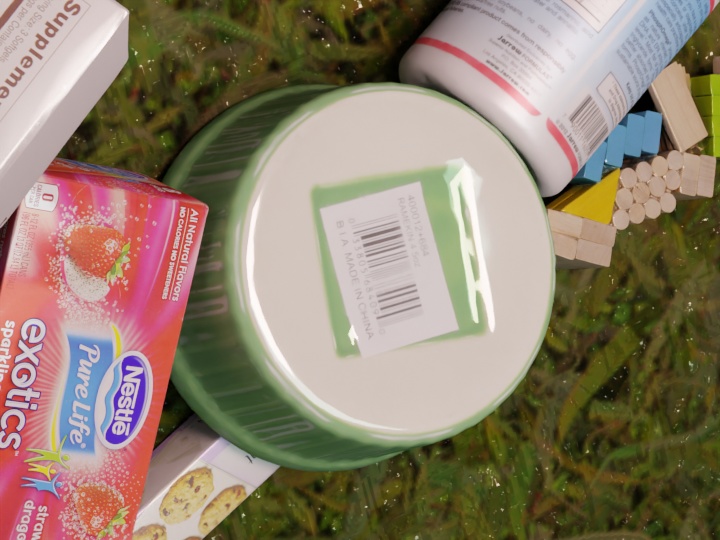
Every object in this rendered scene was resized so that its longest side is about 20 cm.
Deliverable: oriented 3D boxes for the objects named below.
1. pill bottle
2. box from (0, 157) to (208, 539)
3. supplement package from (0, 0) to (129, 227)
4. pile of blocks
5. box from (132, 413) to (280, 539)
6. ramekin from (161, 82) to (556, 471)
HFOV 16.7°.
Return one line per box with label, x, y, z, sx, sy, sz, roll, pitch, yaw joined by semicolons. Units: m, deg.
pill bottle;0.120;-0.144;1.278;0.200;0.109;0.109;-49;120;-11
box;-0.155;0.046;1.178;0.100;0.095;0.200;10;97;-31
supplement package;-0.211;-0.115;1.048;0.200;0.117;0.117;37;82;-2
pile of blocks;0.151;-0.064;1.348;0.200;0.062;0.082;-29;103;-29
box;-0.093;0.114;1.263;0.200;0.039;0.041;-42;119;-14
ramekin;0.000;0.000;1.221;0.200;0.098;0.200;2;85;-25
